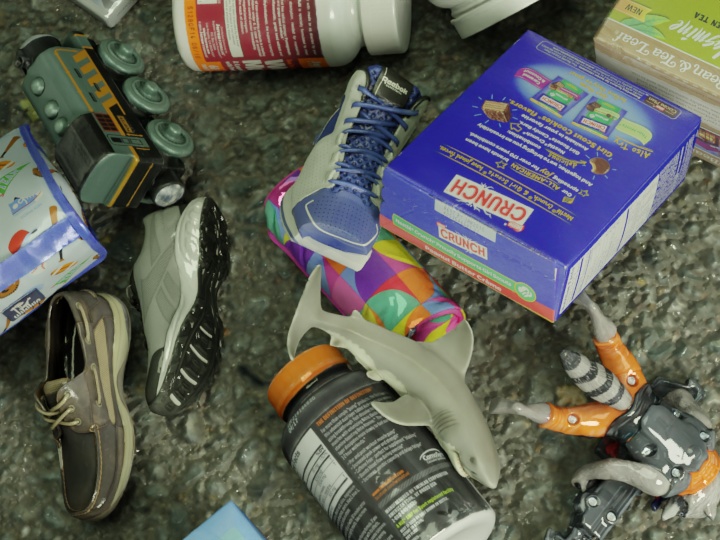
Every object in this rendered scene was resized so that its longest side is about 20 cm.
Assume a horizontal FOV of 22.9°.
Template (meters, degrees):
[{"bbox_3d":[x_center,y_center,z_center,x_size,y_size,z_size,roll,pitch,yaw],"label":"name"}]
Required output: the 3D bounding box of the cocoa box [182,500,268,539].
[{"bbox_3d":[-0.123,0.300,1.360,0.200,0.131,0.133,-39,66,-7],"label":"cocoa box"}]

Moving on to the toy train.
[{"bbox_3d":[-0.228,-0.135,1.567,0.085,0.114,0.200,-52,56,30],"label":"toy train"}]

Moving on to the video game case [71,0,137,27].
[{"bbox_3d":[-0.252,-0.352,1.727,0.200,0.023,0.182,36,78,22],"label":"video game case"}]

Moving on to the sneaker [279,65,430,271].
[{"bbox_3d":[-0.002,-0.102,1.446,0.080,0.115,0.200,23,37,-7],"label":"sneaker"}]

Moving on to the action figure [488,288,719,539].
[{"bbox_3d":[0.196,0.137,1.364,0.193,0.105,0.200,37,72,-12],"label":"action figure"}]

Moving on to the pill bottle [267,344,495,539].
[{"bbox_3d":[0.008,0.152,1.412,0.106,0.106,0.200,-37,65,-6],"label":"pill bottle"}]

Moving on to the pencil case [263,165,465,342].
[{"bbox_3d":[0.000,0.000,1.494,0.088,0.088,0.200,-37,64,-6],"label":"pencil case"}]

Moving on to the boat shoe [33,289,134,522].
[{"bbox_3d":[-0.239,0.110,1.484,0.074,0.073,0.200,-23,61,36],"label":"boat shoe"}]

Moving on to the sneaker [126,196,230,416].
[{"bbox_3d":[-0.162,0.033,1.523,0.079,0.074,0.200,-6,60,19],"label":"sneaker"}]

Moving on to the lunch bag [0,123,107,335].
[{"bbox_3d":[-0.312,-0.017,1.503,0.170,0.124,0.200,-35,23,-5],"label":"lunch bag"}]

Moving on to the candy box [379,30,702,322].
[{"bbox_3d":[0.140,-0.077,1.389,0.169,0.077,0.200,31,55,23],"label":"candy box"}]

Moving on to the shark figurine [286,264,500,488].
[{"bbox_3d":[0.038,0.062,1.377,0.214,0.128,0.090,40,108,-10],"label":"shark figurine"}]

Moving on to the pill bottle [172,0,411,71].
[{"bbox_3d":[-0.060,-0.235,1.590,0.200,0.110,0.110,0,67,11],"label":"pill bottle"}]

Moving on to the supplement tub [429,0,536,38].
[{"bbox_3d":[0.095,-0.317,1.540,0.145,0.145,0.200,-29,96,-2],"label":"supplement tub"}]

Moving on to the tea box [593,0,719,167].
[{"bbox_3d":[0.329,-0.195,1.482,0.200,0.134,0.197,28,75,20],"label":"tea box"}]

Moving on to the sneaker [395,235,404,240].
[{"bbox_3d":[0.102,-0.071,1.520,0.200,0.072,0.072,-14,90,18],"label":"sneaker"}]
